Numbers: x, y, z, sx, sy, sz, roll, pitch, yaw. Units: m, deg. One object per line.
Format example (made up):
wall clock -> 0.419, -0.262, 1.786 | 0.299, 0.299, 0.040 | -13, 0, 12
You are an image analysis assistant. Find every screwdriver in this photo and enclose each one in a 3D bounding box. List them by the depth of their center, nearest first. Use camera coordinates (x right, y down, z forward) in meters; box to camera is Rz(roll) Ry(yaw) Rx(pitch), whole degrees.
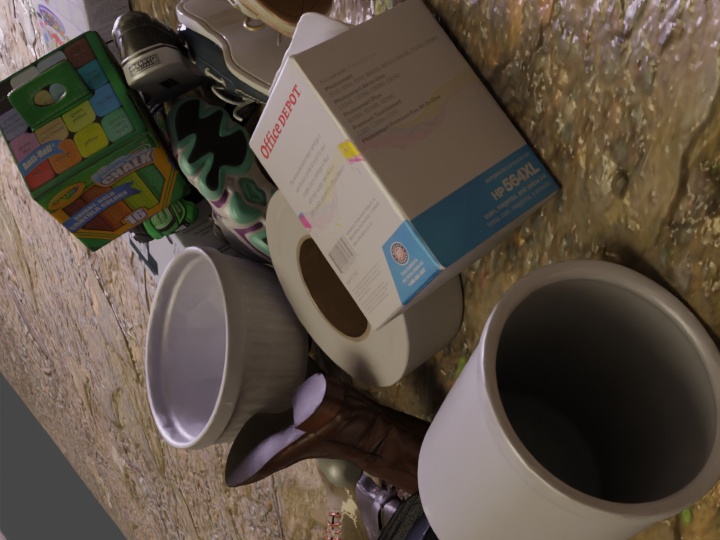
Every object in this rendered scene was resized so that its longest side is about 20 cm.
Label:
screwdriver -> -0.144, -0.146, 1.058 | 0.028, 0.029, 0.200 | 59, 156, -2

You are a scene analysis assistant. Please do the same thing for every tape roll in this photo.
tape roll -> 0.000, 0.000, 0.912 | 0.202, 0.070, 0.205 | 40, 146, 33

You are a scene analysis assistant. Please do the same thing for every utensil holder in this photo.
utensil holder -> 0.137, 0.116, 0.705 | 0.171, 0.169, 0.201 | 49, 153, 16

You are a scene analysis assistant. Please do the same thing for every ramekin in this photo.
ramekin -> -0.136, 0.081, 1.043 | 0.199, 0.103, 0.205 | -11, 77, 55

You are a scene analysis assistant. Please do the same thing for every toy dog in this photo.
toy dog -> -0.043, 0.136, 1.090 | 0.199, 0.131, 0.098 | 35, 108, 29

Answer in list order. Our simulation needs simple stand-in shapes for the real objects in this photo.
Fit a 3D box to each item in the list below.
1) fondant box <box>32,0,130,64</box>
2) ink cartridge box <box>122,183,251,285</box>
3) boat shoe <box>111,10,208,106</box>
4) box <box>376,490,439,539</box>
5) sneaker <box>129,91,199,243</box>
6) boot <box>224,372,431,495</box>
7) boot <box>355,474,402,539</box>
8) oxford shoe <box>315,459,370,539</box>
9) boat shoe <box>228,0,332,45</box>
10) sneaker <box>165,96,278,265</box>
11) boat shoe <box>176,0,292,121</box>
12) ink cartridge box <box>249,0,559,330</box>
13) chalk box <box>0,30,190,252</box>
fondant box -> -0.319, -0.295, 1.160 | 0.144, 0.058, 0.202 | 38, 144, 34
ink cartridge box -> -0.214, -0.049, 1.196 | 0.201, 0.082, 0.147 | 50, 150, 18
boat shoe -> -0.194, -0.208, 0.983 | 0.200, 0.070, 0.065 | -159, 46, -87
box -> 0.114, 0.290, 0.895 | 0.199, 0.125, 0.197 | 37, 151, 1
sneaker -> -0.215, -0.132, 1.105 | 0.078, 0.083, 0.204 | 70, -169, -76
boot -> -0.008, 0.185, 0.976 | 0.186, 0.198, 0.065 | -37, 40, 37
boot -> 0.069, 0.327, 1.132 | 0.173, 0.068, 0.203 | 3, 115, 64
oxford shoe -> -0.013, 0.307, 1.218 | 0.070, 0.074, 0.203 | -9, 109, 61
boat shoe -> -0.084, -0.246, 0.821 | 0.201, 0.072, 0.063 | 55, 160, 31
sneaker -> -0.140, -0.078, 1.037 | 0.201, 0.078, 0.139 | 53, 157, -12
boat shoe -> -0.104, -0.183, 0.900 | 0.199, 0.074, 0.063 | 37, 144, 38
ink cartridge box -> 0.020, -0.087, 0.737 | 0.202, 0.124, 0.129 | 56, 151, 6
chalk box -> -0.260, -0.126, 0.955 | 0.125, 0.123, 0.200 | 59, 177, 16
